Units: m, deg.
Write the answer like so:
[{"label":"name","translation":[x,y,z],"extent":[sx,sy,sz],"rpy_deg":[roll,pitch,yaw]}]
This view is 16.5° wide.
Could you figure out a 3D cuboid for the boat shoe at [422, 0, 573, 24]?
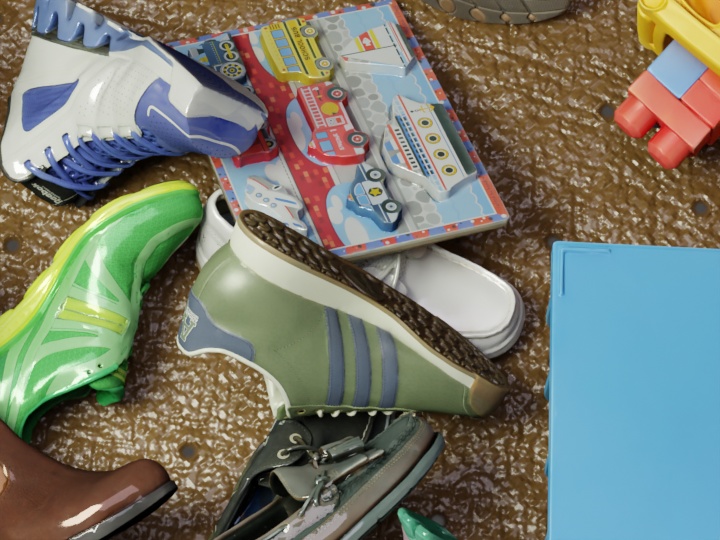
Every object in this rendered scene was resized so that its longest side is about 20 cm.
[{"label":"boat shoe","translation":[0.040,-0.210,1.523],"extent":[0.199,0.075,0.074],"rpy_deg":[16,69,4]}]

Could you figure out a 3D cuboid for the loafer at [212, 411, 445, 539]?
[{"label":"loafer","translation":[-0.039,0.136,1.329],"extent":[0.200,0.072,0.063],"rpy_deg":[-42,95,-21]}]

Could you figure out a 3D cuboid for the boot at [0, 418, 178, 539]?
[{"label":"boot","translation":[-0.208,0.065,1.364],"extent":[0.187,0.068,0.201],"rpy_deg":[-17,90,26]}]

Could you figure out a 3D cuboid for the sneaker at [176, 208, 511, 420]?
[{"label":"sneaker","translation":[-0.016,0.048,1.380],"extent":[0.090,0.200,0.067],"rpy_deg":[-51,31,13]}]

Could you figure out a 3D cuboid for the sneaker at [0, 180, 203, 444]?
[{"label":"sneaker","translation":[-0.154,0.033,1.428],"extent":[0.083,0.074,0.200],"rpy_deg":[41,85,9]}]

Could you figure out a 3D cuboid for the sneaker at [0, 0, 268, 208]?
[{"label":"sneaker","translation":[-0.143,-0.082,1.447],"extent":[0.199,0.080,0.116],"rpy_deg":[29,95,46]}]

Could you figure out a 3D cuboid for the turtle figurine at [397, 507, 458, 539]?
[{"label":"turtle figurine","translation":[0.006,0.235,1.316],"extent":[0.149,0.101,0.201],"rpy_deg":[35,94,1]}]

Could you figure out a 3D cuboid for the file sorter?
[{"label":"file sorter","translation":[0.168,0.101,1.379],"extent":[0.138,0.123,0.201],"rpy_deg":[3,69,-1]}]

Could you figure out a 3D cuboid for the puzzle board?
[{"label":"puzzle board","translation":[-0.017,-0.083,1.457],"extent":[0.150,0.017,0.201],"rpy_deg":[-13,49,-13]}]

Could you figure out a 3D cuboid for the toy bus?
[{"label":"toy bus","translation":[0.251,-0.124,1.473],"extent":[0.200,0.136,0.192],"rpy_deg":[39,86,10]}]

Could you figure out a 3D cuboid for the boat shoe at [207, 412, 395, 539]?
[{"label":"boat shoe","translation":[-0.036,0.126,1.399],"extent":[0.068,0.057,0.201],"rpy_deg":[26,71,9]}]

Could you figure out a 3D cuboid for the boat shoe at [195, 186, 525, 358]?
[{"label":"boat shoe","translation":[0.000,0.000,1.441],"extent":[0.199,0.069,0.071],"rpy_deg":[14,63,3]}]
